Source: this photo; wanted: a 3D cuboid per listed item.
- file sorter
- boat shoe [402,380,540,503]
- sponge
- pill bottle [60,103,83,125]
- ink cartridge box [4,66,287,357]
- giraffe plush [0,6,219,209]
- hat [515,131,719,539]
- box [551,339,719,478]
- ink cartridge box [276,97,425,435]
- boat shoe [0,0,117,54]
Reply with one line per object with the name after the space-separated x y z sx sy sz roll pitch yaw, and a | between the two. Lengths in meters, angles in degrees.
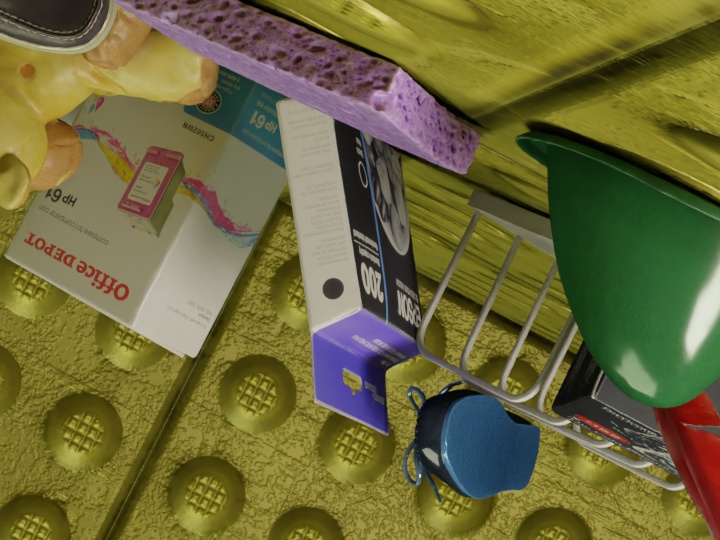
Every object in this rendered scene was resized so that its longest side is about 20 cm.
0.157 0.052 1.637 0.200 0.125 0.138 29 177 -42 | file sorter
0.065 0.123 1.625 0.068 0.085 0.200 13 169 21 | boat shoe
-0.036 -0.113 1.290 0.199 0.030 0.111 26 178 32 | sponge
-0.172 -0.119 1.827 0.199 0.112 0.111 27 178 3 | pill bottle
-0.144 -0.059 1.697 0.144 0.201 0.085 25 178 36 | ink cartridge box
-0.217 -0.121 1.574 0.199 0.163 0.172 27 179 -24 | giraffe plush
0.127 0.052 1.159 0.199 0.177 0.166 26 178 27 | hat
0.234 0.081 1.439 0.199 0.105 0.182 27 173 1 | box
0.000 0.000 1.576 0.043 0.201 0.198 -9 169 13 | ink cartridge box
-0.238 -0.192 1.402 0.199 0.072 0.065 33 -176 9 | boat shoe
